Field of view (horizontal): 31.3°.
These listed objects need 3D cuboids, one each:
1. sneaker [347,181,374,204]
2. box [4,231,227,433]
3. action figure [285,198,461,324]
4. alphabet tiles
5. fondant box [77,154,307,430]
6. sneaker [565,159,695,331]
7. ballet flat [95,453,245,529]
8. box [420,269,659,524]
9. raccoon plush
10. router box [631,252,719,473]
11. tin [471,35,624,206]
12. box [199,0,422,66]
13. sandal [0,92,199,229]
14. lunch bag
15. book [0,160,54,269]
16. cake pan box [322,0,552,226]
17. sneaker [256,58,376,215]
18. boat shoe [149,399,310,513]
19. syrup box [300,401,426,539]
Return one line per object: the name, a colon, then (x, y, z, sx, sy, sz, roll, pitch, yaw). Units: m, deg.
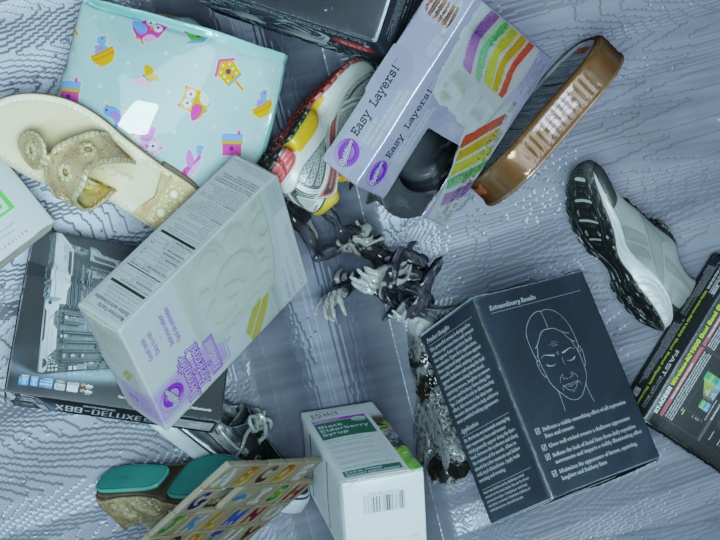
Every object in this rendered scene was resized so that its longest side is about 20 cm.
sneaker: (0.073, -0.144, 1.271, 0.199, 0.060, 0.105, -30, 146, -36)
box: (-0.220, 0.058, 1.201, 0.197, 0.050, 0.160, 10, 68, -13)
action figure: (0.000, 0.000, 1.241, 0.199, 0.119, 0.102, 39, 49, -3)
alphabet tiles: (-0.123, 0.223, 1.161, 0.167, 0.199, 0.008, -43, 67, 16)
fondant box: (-0.140, 0.019, 1.128, 0.200, 0.058, 0.145, -46, 145, -25)
sneaker: (0.281, -0.035, 1.338, 0.079, 0.074, 0.201, -41, 111, -14)
ballet flat: (-0.168, 0.216, 1.221, 0.071, 0.198, 0.066, -49, 121, -42)
box: (0.172, 0.121, 1.251, 0.147, 0.107, 0.203, -11, 74, -34)
raccoon plush: (0.129, 0.135, 1.315, 0.132, 0.097, 0.204, -8, 100, -20)
router box: (0.395, 0.106, 1.384, 0.149, 0.062, 0.202, 32, 90, -16)
tin: (0.180, -0.150, 1.270, 0.042, 0.112, 0.200, 42, 87, -15)
box: (-0.049, -0.264, 1.133, 0.197, 0.182, 0.106, 19, 94, 8)
sandal: (-0.223, -0.083, 1.092, 0.210, 0.070, 0.078, 27, 104, -19)
lunch bag: (-0.176, -0.147, 1.183, 0.197, 0.122, 0.173, 15, 94, -9)
book: (-0.387, -0.079, 1.145, 0.133, 0.048, 0.201, -42, 92, -27)
cake pan box: (0.072, -0.144, 1.161, 0.201, 0.052, 0.183, -56, 148, 8)
sneaker: (-0.027, -0.124, 1.206, 0.082, 0.078, 0.201, 43, 46, -14)
boat shoe: (-0.122, 0.162, 1.264, 0.198, 0.074, 0.068, 38, 103, -6)
syrup box: (-0.001, 0.197, 1.231, 0.077, 0.200, 0.083, -7, 105, -12)
